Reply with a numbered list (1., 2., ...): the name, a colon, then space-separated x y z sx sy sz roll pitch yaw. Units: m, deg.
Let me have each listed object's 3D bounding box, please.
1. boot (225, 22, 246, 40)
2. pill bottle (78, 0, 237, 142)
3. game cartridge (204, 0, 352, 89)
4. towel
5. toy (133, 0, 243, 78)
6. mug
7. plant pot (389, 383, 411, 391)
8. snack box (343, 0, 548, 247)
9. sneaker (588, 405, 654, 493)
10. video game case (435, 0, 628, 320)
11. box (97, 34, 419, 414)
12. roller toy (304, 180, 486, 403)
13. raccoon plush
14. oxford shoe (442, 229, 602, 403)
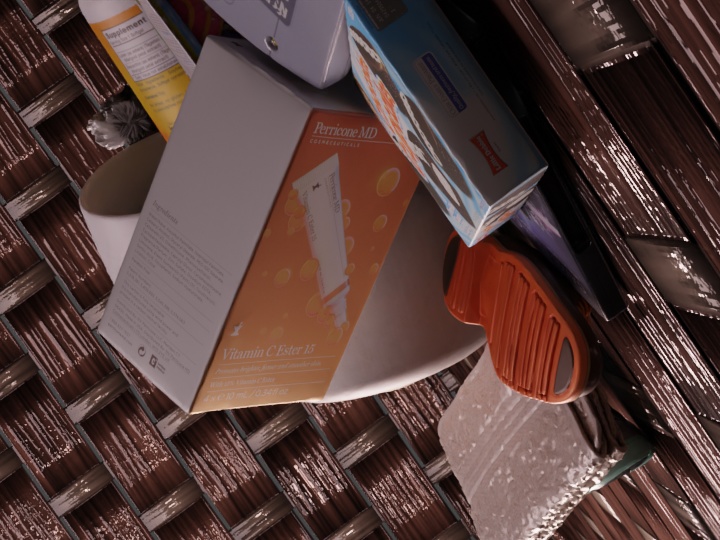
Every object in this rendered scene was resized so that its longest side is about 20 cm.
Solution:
1. boot: -0.066 -0.187 1.044 0.131 0.068 0.200 42 165 24
2. pill bottle: -0.132 -0.182 1.186 0.201 0.111 0.111 58 177 -21
3. game cartridge: -0.068 -0.198 0.891 0.200 0.041 0.133 46 154 14
4. towel: 0.115 0.121 1.172 0.201 0.034 0.133 118 140 -48
5. toy: -0.116 -0.167 1.076 0.200 0.047 0.115 50 179 -20
6. mug: -0.116 -0.021 1.318 0.201 0.146 0.177 -67 -37 -54
7. plant pot: 0.010 -0.015 1.382 0.188 0.186 0.200 54 165 15
8. snack box: 0.039 -0.077 0.828 0.117 0.037 0.200 56 178 5
9. sneaker: 0.139 0.090 1.221 0.141 0.077 0.200 64 166 -2
10. video game case: 0.071 -0.076 0.890 0.201 0.019 0.143 55 178 -38
11. box: -0.055 -0.026 0.994 0.097 0.201 0.124 37 -156 34
12. roller toy: 0.000 0.000 1.181 0.182 0.199 0.141 9 120 67
13. raccoon plush: -0.146 -0.201 1.333 0.097 0.199 0.134 54 -162 -22
14. oxford shoe: 0.109 0.021 0.966 0.200 0.072 0.072 -122 40 -64
